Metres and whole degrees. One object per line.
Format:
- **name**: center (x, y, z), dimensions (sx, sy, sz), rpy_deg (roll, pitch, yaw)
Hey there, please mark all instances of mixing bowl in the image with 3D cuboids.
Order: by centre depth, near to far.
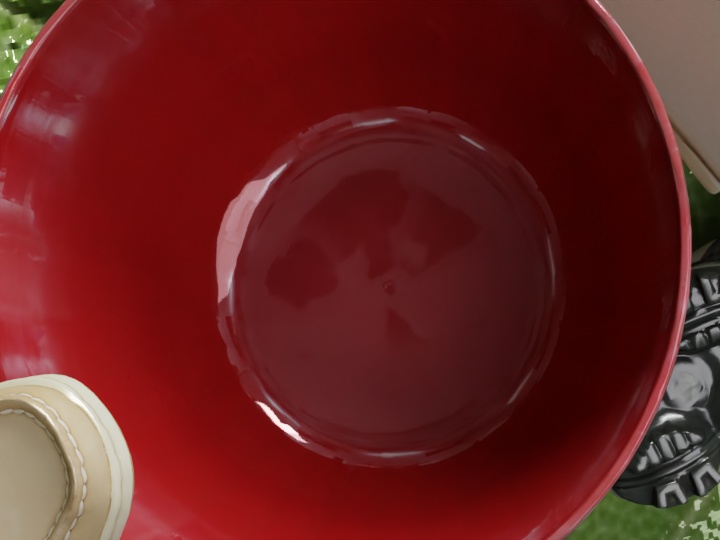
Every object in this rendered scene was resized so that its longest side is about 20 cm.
- **mixing bowl**: center (0.000, 0.000, 0.807), dimensions (0.199, 0.108, 0.202), rpy_deg (-1, 84, 12)

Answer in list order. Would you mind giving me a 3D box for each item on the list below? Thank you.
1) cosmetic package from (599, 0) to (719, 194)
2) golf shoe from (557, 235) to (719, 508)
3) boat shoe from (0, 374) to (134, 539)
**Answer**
- **cosmetic package**: center (0.086, -0.136, 0.828), dimensions (0.103, 0.073, 0.200), rpy_deg (-40, 92, -33)
- **golf shoe**: center (0.146, -0.001, 0.883), dimensions (0.199, 0.088, 0.078), rpy_deg (-25, 99, -3)
- **boat shoe**: center (-0.147, 0.099, 0.749), dimensions (0.200, 0.069, 0.074), rpy_deg (-39, 77, 12)
